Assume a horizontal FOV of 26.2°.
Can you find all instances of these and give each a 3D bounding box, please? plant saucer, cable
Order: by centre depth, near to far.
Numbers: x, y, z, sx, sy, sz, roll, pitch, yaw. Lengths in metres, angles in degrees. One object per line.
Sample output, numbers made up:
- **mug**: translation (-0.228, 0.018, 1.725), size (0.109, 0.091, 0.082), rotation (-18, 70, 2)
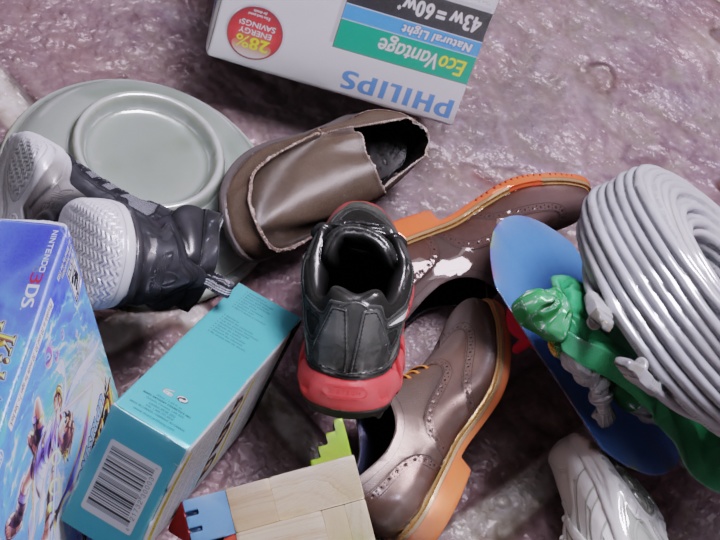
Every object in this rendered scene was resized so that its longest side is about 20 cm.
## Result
- **cable**: translation (0.216, 0.019, 0.977), size (0.199, 0.069, 0.201), rotation (34, 29, -29)
- **plant saucer**: translation (-0.149, -0.069, 1.068), size (0.198, 0.050, 0.202), rotation (11, 51, -14)

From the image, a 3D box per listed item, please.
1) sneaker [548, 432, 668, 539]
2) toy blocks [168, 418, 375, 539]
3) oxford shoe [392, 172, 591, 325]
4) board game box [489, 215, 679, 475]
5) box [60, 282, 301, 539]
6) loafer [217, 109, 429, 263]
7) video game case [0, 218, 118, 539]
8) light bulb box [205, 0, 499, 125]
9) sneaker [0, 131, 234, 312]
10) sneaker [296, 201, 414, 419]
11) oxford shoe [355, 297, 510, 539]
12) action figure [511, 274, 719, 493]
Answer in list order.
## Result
- **sneaker**: translation (0.148, 0.185, 0.968), size (0.078, 0.099, 0.201), rotation (42, 14, -34)
- **toy blocks**: translation (-0.050, 0.196, 0.865), size (0.135, 0.100, 0.202), rotation (-14, 78, -4)
- **oxford shoe**: translation (0.091, -0.012, 1.109), size (0.198, 0.071, 0.073), rotation (-21, 67, -21)
- **board game box**: translation (0.140, 0.058, 1.045), size (0.201, 0.039, 0.158), rotation (57, 28, 7)
- **box**: translation (-0.099, 0.081, 0.898), size (0.049, 0.083, 0.200), rotation (29, 23, 4)
- **loafer**: translation (-0.022, -0.071, 1.080), size (0.200, 0.071, 0.074), rotation (-38, 110, -43)
- **video game case**: translation (-0.181, 0.108, 0.827), size (0.045, 0.182, 0.202), rotation (4, 50, 7)
- **light bulb box**: translation (-0.003, -0.232, 1.171), size (0.196, 0.126, 0.201), rotation (15, 32, -9)
- **sneaker**: translation (-0.155, -0.025, 0.968), size (0.113, 0.076, 0.200), rotation (12, 16, -37)
- **sneaker**: translation (0.000, 0.000, 0.964), size (0.070, 0.099, 0.201), rotation (5, 32, 1)
- **oxford shoe**: translation (0.043, 0.084, 0.999), size (0.073, 0.071, 0.201), rotation (35, 48, -13)
- **action figure**: translation (0.162, 0.059, 0.973), size (0.199, 0.054, 0.119), rotation (36, 34, -38)
